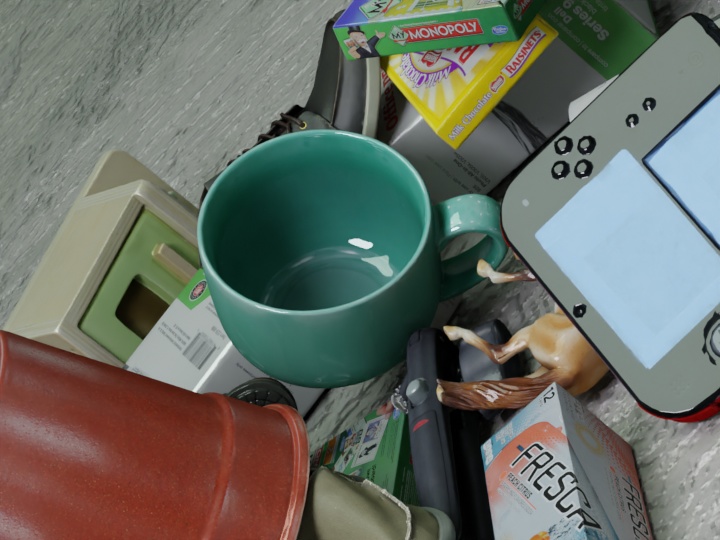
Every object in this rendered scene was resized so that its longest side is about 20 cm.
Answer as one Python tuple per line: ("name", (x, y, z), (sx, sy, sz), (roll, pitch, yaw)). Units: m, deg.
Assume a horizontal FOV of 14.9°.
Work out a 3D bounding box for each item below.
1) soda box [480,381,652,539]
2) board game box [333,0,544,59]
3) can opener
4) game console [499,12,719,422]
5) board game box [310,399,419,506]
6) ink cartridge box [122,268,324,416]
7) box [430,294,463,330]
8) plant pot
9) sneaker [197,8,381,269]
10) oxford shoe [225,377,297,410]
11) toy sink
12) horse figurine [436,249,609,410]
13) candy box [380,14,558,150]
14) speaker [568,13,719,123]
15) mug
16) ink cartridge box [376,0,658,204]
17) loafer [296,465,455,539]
("soda box", (0.117, 0.150, 1.505), (0.064, 0.068, 0.200), (-43, 24, 19))
("board game box", (0.083, -0.214, 1.824), (0.134, 0.029, 0.200), (-3, 37, 35))
("can opener", (0.055, 0.104, 1.690), (0.079, 0.063, 0.200), (-45, 24, 32))
("game console", (0.186, -0.029, 1.573), (0.177, 0.031, 0.200), (-46, 56, 13))
("board game box", (-0.017, 0.181, 1.751), (0.134, 0.029, 0.200), (-36, 28, 34))
("ink cartridge box", (-0.119, 0.101, 1.977), (0.200, 0.084, 0.146), (-52, 24, -1))
("box", (0.004, 0.014, 1.938), (0.039, 0.041, 0.200), (-57, 25, -11))
("plant pot", (-0.163, 0.137, 1.650), (0.201, 0.195, 0.201), (-50, 26, 35))
("sneaker", (-0.050, -0.087, 1.894), (0.075, 0.106, 0.201), (-150, 68, -76))
("oxford shoe", (-0.094, 0.135, 1.847), (0.200, 0.073, 0.085), (-60, 9, 36))
("toy sink", (-0.167, 0.009, 2.141), (0.112, 0.130, 0.200), (-14, 42, 54))
("horse figurine", (0.120, 0.027, 1.677), (0.132, 0.050, 0.200), (0, 40, 32))
("candy box", (0.061, -0.160, 1.859), (0.102, 0.026, 0.200), (-51, 28, 8))
("speaker", (0.225, -0.113, 1.643), (0.200, 0.081, 0.081), (-31, 30, 22))
("mug", (-0.009, 0.006, 1.787), (0.185, 0.115, 0.152), (21, 59, 22))
("ink cartridge box", (0.102, -0.154, 1.929), (0.200, 0.084, 0.146), (-42, 27, 21))
("loafer", (-0.007, 0.160, 1.628), (0.200, 0.070, 0.075), (14, 85, 67))
